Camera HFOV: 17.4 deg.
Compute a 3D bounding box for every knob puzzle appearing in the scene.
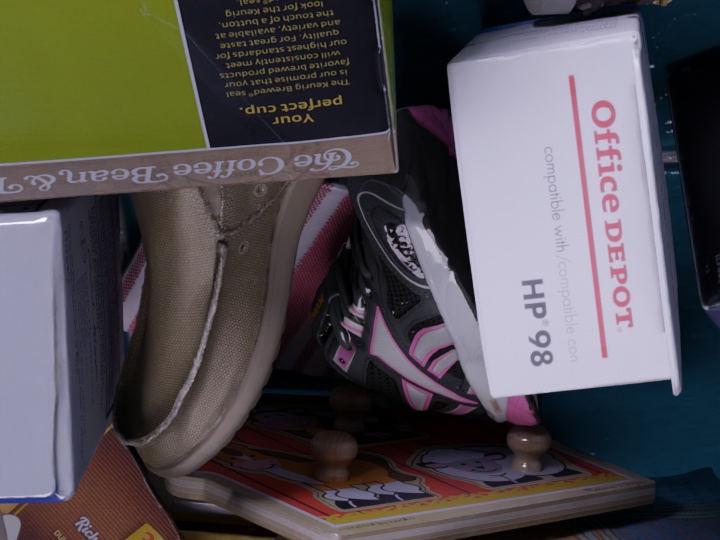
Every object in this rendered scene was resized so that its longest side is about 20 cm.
[{"bbox_3d":[0.001,0.072,1.025,0.218,0.220,0.031,2,101,-6],"label":"knob puzzle"}]

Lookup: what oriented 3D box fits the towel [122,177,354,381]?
[{"bbox_3d":[0.000,0.000,1.019,0.198,0.030,0.147,13,143,-19],"label":"towel"}]

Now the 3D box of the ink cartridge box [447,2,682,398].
[{"bbox_3d":[0.073,-0.027,0.822,0.066,0.117,0.200,-7,-172,8],"label":"ink cartridge box"}]

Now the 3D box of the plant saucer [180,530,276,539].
[{"bbox_3d":[-0.077,0.195,1.233,0.198,0.049,0.200,6,152,-11],"label":"plant saucer"}]

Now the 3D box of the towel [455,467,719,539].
[{"bbox_3d":[0.080,0.109,0.994,0.198,0.147,0.022,3,101,-11],"label":"towel"}]

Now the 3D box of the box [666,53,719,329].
[{"bbox_3d":[0.256,-0.013,0.935,0.199,0.124,0.198,-20,142,23],"label":"box"}]

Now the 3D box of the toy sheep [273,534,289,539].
[{"bbox_3d":[0.052,0.153,1.105,0.198,0.139,0.138,11,145,8],"label":"toy sheep"}]

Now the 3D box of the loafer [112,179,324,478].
[{"bbox_3d":[-0.060,-0.020,0.888,0.067,0.076,0.202,14,101,-27],"label":"loafer"}]

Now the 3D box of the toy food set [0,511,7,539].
[{"bbox_3d":[-0.253,0.107,0.876,0.143,0.061,0.199,4,-171,40],"label":"toy food set"}]

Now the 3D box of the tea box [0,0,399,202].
[{"bbox_3d":[-0.093,-0.131,0.742,0.198,0.134,0.197,-4,143,3],"label":"tea box"}]

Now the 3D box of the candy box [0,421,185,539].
[{"bbox_3d":[-0.177,0.162,1.090,0.199,0.056,0.117,-33,110,-12],"label":"candy box"}]

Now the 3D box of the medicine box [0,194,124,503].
[{"bbox_3d":[-0.188,0.021,0.886,0.180,0.104,0.200,-2,-173,0],"label":"medicine box"}]

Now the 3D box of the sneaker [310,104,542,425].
[{"bbox_3d":[0.017,0.012,0.940,0.086,0.081,0.200,-7,146,13],"label":"sneaker"}]

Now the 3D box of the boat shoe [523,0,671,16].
[{"bbox_3d":[0.105,-0.155,0.777,0.059,0.072,0.200,0,148,-14],"label":"boat shoe"}]

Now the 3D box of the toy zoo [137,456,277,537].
[{"bbox_3d":[-0.038,0.117,1.178,0.198,0.021,0.132,6,143,-11],"label":"toy zoo"}]
